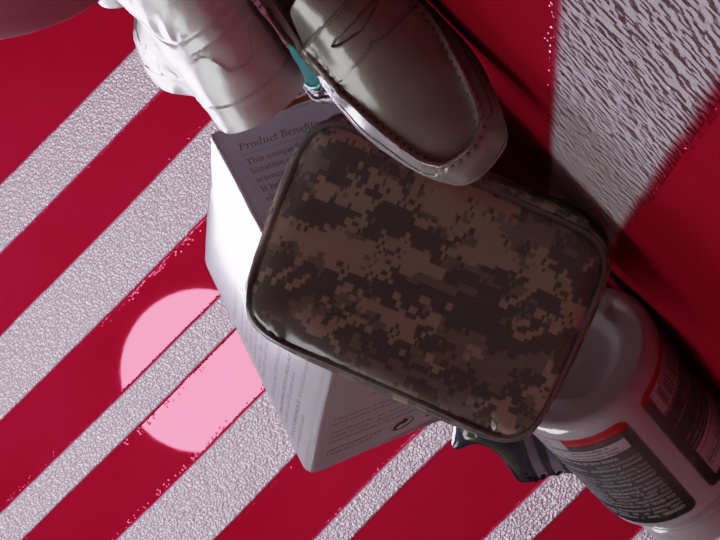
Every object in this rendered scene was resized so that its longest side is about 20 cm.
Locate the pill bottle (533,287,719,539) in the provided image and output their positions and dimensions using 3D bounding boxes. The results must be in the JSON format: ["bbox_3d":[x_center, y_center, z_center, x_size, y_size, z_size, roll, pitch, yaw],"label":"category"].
[{"bbox_3d":[0.196,0.110,0.996,0.200,0.114,0.114,45,-178,-40],"label":"pill bottle"}]

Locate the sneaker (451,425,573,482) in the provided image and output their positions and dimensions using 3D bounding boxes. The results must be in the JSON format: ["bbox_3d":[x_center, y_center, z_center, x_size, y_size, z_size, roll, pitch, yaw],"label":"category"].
[{"bbox_3d":[0.162,0.138,1.146,0.198,0.082,0.074,25,-159,-7],"label":"sneaker"}]

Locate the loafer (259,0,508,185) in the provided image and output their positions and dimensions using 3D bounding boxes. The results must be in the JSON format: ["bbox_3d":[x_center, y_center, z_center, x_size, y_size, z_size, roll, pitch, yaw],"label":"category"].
[{"bbox_3d":[-0.006,-0.119,0.673,0.200,0.070,0.070,48,-168,25],"label":"loafer"}]

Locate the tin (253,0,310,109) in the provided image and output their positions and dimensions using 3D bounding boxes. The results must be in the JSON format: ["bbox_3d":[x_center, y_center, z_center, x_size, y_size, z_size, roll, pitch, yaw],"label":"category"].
[{"bbox_3d":[-0.086,-0.216,1.340,0.200,0.112,0.042,47,173,33],"label":"tin"}]

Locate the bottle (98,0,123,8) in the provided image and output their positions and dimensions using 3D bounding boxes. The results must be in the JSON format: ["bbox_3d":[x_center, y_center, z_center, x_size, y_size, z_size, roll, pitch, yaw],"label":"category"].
[{"bbox_3d":[-0.186,-0.267,0.906,0.084,0.065,0.202,-115,4,-51],"label":"bottle"}]

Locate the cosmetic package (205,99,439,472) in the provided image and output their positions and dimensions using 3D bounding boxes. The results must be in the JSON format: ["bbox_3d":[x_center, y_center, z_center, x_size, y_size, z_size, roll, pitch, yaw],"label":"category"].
[{"bbox_3d":[0.000,0.000,1.017,0.201,0.165,0.167,61,158,28],"label":"cosmetic package"}]

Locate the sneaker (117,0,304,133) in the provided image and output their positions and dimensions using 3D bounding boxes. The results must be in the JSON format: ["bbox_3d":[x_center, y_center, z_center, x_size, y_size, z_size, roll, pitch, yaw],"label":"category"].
[{"bbox_3d":[-0.099,-0.152,0.747,0.116,0.073,0.200,57,172,-27],"label":"sneaker"}]

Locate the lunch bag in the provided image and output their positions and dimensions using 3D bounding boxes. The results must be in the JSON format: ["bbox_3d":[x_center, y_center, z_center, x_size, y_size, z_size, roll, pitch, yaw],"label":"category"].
[{"bbox_3d":[0.045,-0.002,0.832,0.198,0.141,0.168,22,-168,3],"label":"lunch bag"}]

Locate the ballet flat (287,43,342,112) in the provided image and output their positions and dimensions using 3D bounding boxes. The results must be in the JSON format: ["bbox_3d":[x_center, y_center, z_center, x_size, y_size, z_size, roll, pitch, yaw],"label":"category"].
[{"bbox_3d":[0.003,-0.129,0.904,0.072,0.072,0.200,45,-176,-25],"label":"ballet flat"}]

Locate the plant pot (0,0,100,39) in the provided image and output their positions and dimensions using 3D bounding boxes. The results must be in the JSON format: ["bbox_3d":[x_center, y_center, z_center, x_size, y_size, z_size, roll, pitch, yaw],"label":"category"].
[{"bbox_3d":[-0.175,-0.221,0.575,0.200,0.200,0.179,46,167,10],"label":"plant pot"}]
